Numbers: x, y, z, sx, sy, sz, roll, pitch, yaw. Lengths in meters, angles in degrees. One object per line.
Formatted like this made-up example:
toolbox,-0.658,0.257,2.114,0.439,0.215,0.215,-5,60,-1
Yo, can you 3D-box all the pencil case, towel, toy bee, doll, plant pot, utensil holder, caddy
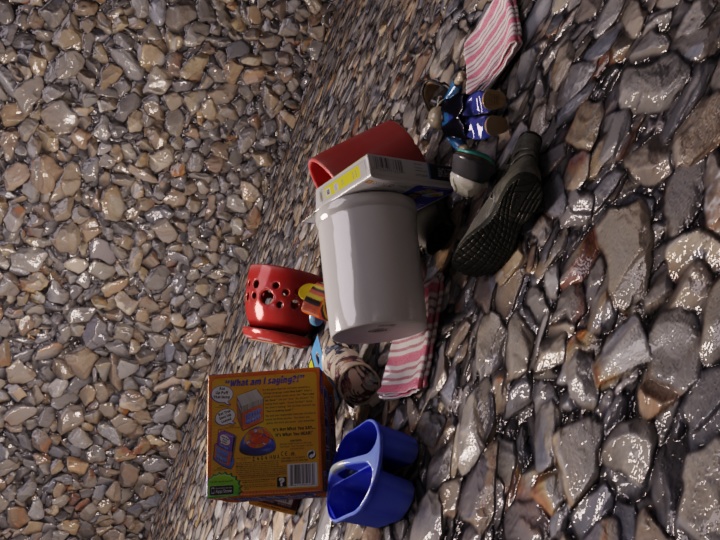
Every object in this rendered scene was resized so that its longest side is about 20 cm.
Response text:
pencil case,-0.021,0.192,1.419,0.077,0.091,0.200,-28,12,-8
towel,0.227,-0.403,1.333,0.147,0.029,0.203,127,155,-44
toy bee,-0.047,0.054,1.334,0.200,0.129,0.111,108,-176,-76
doll,0.174,-0.266,1.280,0.199,0.047,0.140,-165,66,-66
plant pot,0.023,-0.178,1.447,0.176,0.202,0.200,-36,13,-11
utensil holder,0.018,0.001,1.208,0.170,0.166,0.205,144,123,-61
caddy,0.006,0.314,1.169,0.200,0.103,0.144,133,152,-53
plant pot,-0.195,0.093,1.889,0.200,0.196,0.187,172,108,-71
towel,0.085,0.111,1.267,0.146,0.029,0.204,146,140,-62

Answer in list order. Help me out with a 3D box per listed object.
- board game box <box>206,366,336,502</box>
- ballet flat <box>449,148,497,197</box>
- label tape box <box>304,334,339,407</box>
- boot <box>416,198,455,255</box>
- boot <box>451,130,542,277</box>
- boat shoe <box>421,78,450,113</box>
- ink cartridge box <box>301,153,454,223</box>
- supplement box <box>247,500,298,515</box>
board game box,-0.149,0.296,1.339,0.200,0.195,0.205,72,-166,-71
ballet flat,0.168,-0.145,1.143,0.200,0.072,0.074,-39,-27,-76
label tape box,-0.093,0.261,1.605,0.145,0.062,0.203,-116,47,-67
boot,0.092,-0.043,1.341,0.139,0.076,0.202,-107,38,-55
boot,0.203,-0.092,1.087,0.201,0.067,0.132,-57,10,39
boat shoe,0.157,-0.309,1.423,0.075,0.059,0.202,-59,21,28
ink cartridge box,0.031,-0.125,1.242,0.198,0.195,0.048,-22,73,49
supplement box,-0.204,0.460,1.666,0.199,0.108,0.087,-10,62,71
